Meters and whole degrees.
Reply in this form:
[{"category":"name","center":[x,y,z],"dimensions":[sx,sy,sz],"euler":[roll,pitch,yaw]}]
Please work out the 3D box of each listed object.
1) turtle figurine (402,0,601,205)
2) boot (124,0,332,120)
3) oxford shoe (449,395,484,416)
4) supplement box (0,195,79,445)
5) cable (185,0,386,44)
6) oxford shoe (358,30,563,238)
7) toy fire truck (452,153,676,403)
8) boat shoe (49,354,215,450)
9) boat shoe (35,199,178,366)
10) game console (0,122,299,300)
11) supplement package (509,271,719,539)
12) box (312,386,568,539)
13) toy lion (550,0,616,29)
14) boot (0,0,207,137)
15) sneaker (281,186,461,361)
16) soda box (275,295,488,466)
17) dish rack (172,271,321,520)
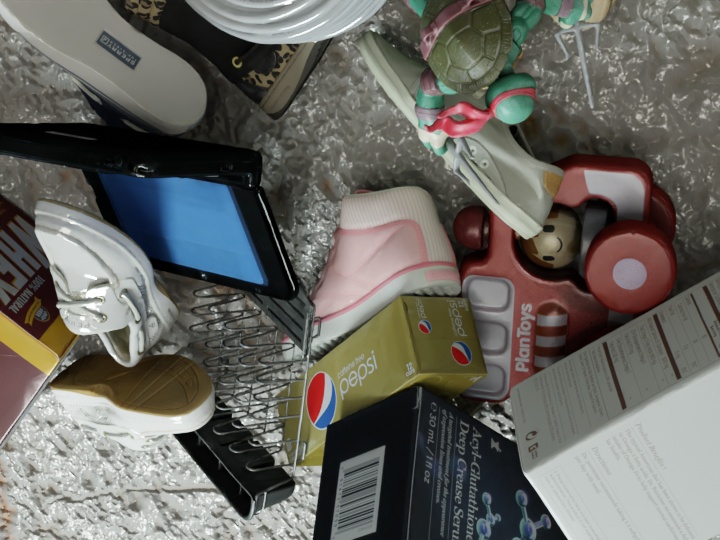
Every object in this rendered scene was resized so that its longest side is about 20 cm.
[{"category":"turtle figurine","center":[0.081,-0.156,0.982],"dimensions":[0.149,0.101,0.202],"euler":[-29,68,14]},{"category":"boot","center":[-0.074,-0.226,1.083],"dimensions":[0.149,0.073,0.201],"euler":[30,123,-3]},{"category":"oxford shoe","center":[0.064,0.107,1.217],"dimensions":[0.074,0.058,0.202],"euler":[18,104,-3]},{"category":"supplement box","center":[-0.348,0.048,1.233],"dimensions":[0.196,0.133,0.200],"euler":[37,117,-6]},{"category":"cable","center":[-0.052,-0.252,0.978],"dimensions":[0.199,0.069,0.201],"euler":[-38,82,29]},{"category":"oxford shoe","center":[0.073,-0.108,1.071],"dimensions":[0.058,0.075,0.200],"euler":[-47,67,10]},{"category":"toy fire truck","center":[0.150,0.012,1.120],"dimensions":[0.165,0.112,0.203],"euler":[4,114,10]},{"category":"boat shoe","center":[-0.179,0.114,1.233],"dimensions":[0.199,0.071,0.070],"euler":[5,125,49]},{"category":"boat shoe","center":[-0.197,0.017,1.132],"dimensions":[0.070,0.070,0.200],"euler":[18,159,25]},{"category":"game console","center":[-0.166,-0.042,1.092],"dimensions":[0.198,0.175,0.118],"euler":[11,101,37]},{"category":"supplement package","center":[0.218,0.104,1.020],"dimensions":[0.198,0.118,0.118],"euler":[-30,110,13]},{"category":"box","center":[0.070,0.205,1.114],"dimensions":[0.199,0.150,0.106],"euler":[32,138,-33]},{"category":"toy lion","center":[0.149,-0.280,1.017],"dimensions":[0.199,0.069,0.193],"euler":[-34,96,25]},{"category":"boot","center":[-0.210,-0.165,1.122],"dimensions":[0.200,0.073,0.090],"euler":[42,155,-11]},{"category":"sneaker","center":[0.000,0.000,1.177],"dimensions":[0.200,0.075,0.106],"euler":[-33,64,47]},{"category":"soda box","center":[0.012,0.090,1.162],"dimensions":[0.067,0.065,0.200],"euler":[2,152,-33]},{"category":"dish rack","center":[-0.093,0.076,1.192],"dimensions":[0.054,0.153,0.202],"euler":[-10,122,-34]}]
